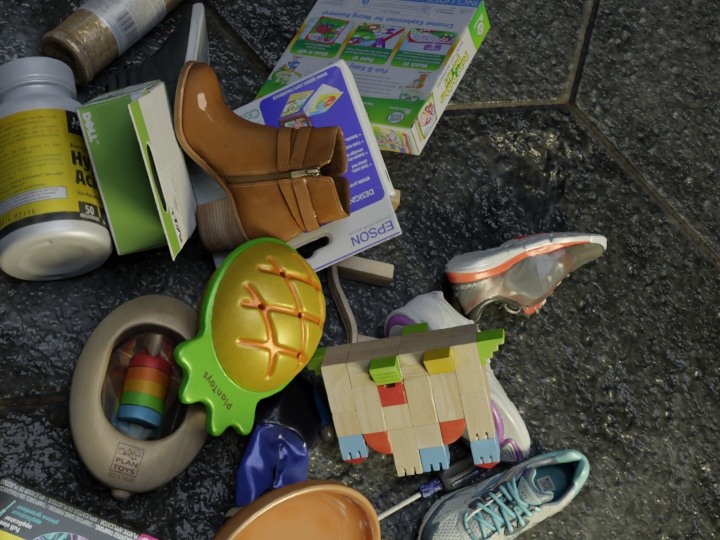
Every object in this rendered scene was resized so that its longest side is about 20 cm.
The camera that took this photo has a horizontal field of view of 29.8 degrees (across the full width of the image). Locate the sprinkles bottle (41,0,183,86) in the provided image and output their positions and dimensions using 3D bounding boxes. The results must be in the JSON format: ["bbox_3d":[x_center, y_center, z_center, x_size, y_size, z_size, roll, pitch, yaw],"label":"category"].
[{"bbox_3d":[-0.248,-0.278,1.439,0.068,0.068,0.200,41,60,2],"label":"sprinkles bottle"}]

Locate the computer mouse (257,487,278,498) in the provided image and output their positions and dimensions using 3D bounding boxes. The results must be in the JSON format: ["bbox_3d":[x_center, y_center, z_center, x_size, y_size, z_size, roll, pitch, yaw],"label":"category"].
[{"bbox_3d":[-0.138,0.283,1.210,0.200,0.110,0.044,-31,43,-20],"label":"computer mouse"}]

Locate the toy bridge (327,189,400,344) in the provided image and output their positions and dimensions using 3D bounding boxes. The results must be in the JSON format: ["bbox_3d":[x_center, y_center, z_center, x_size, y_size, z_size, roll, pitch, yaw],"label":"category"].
[{"bbox_3d":[0.000,0.000,1.418,0.067,0.027,0.200,13,63,-13],"label":"toy bridge"}]

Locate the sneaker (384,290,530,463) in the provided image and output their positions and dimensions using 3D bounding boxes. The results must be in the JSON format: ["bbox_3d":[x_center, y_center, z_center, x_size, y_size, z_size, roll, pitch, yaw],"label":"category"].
[{"bbox_3d":[0.115,0.104,1.383,0.200,0.075,0.100,53,43,0],"label":"sneaker"}]

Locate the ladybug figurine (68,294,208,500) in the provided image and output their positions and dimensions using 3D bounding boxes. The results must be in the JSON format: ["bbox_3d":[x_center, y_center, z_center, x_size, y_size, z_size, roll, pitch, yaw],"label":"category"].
[{"bbox_3d":[-0.204,0.121,1.265,0.135,0.072,0.200,19,61,-11],"label":"ladybug figurine"}]

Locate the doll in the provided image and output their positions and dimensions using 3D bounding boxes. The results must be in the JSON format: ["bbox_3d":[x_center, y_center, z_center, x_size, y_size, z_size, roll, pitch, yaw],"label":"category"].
[{"bbox_3d":[-0.082,0.150,1.303,0.136,0.048,0.200,28,55,-29],"label":"doll"}]

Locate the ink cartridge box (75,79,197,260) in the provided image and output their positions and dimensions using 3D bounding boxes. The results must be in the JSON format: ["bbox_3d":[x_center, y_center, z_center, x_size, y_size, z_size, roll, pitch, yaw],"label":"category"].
[{"bbox_3d":[-0.211,-0.090,1.257,0.076,0.200,0.148,-13,102,3],"label":"ink cartridge box"}]

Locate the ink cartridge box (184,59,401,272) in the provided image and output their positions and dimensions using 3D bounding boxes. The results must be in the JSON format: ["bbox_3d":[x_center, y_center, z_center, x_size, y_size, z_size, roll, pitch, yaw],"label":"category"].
[{"bbox_3d":[-0.070,-0.083,1.362,0.198,0.043,0.200,-23,71,14],"label":"ink cartridge box"}]

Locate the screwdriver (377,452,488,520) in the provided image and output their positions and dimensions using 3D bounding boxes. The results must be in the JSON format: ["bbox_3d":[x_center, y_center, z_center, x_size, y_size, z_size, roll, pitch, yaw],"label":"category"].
[{"bbox_3d":[0.045,0.225,1.324,0.200,0.029,0.028,-23,60,-24],"label":"screwdriver"}]

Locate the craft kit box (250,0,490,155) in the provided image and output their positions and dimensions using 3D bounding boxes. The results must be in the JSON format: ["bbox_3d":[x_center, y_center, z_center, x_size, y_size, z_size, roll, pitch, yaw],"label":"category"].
[{"bbox_3d":[0.011,-0.220,1.454,0.200,0.049,0.198,12,54,28],"label":"craft kit box"}]

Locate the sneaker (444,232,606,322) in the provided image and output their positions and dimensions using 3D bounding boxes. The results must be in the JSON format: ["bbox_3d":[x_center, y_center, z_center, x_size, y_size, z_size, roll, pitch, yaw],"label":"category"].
[{"bbox_3d":[0.181,0.008,1.467,0.200,0.077,0.082,-14,98,-23],"label":"sneaker"}]

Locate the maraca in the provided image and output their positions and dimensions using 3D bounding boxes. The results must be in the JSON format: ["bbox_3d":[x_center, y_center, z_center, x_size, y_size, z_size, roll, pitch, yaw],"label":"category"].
[{"bbox_3d":[-0.101,0.059,1.250,0.137,0.107,0.200,52,51,-28],"label":"maraca"}]

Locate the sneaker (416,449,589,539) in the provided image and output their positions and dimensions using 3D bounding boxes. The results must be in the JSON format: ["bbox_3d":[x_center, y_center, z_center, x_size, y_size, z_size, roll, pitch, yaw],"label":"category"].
[{"bbox_3d":[0.141,0.227,1.327,0.200,0.086,0.078,-28,77,-28],"label":"sneaker"}]

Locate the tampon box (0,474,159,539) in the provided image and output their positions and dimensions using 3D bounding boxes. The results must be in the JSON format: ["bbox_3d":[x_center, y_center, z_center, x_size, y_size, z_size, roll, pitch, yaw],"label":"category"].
[{"bbox_3d":[-0.278,0.301,1.123,0.150,0.126,0.200,24,61,-7],"label":"tampon box"}]

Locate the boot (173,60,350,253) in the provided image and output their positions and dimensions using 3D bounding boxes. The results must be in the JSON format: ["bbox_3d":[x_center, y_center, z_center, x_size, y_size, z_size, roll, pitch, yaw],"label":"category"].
[{"bbox_3d":[-0.094,-0.123,1.311,0.155,0.077,0.201,-14,78,22],"label":"boot"}]

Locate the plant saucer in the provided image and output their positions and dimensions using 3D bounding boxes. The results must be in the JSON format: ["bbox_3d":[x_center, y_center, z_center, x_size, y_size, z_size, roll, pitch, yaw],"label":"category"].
[{"bbox_3d":[-0.072,0.266,1.195,0.200,0.201,0.037,-24,40,-27],"label":"plant saucer"}]

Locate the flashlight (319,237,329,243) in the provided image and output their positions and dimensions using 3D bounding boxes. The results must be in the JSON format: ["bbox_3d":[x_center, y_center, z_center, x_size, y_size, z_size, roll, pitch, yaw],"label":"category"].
[{"bbox_3d":[-0.008,-0.118,1.452,0.068,0.068,0.200,53,54,-40],"label":"flashlight"}]

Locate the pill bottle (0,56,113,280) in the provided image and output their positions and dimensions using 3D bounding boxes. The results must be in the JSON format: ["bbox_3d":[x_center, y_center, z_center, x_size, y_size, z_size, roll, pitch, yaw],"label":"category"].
[{"bbox_3d":[-0.307,-0.101,1.311,0.111,0.111,0.200,-5,68,-21],"label":"pill bottle"}]

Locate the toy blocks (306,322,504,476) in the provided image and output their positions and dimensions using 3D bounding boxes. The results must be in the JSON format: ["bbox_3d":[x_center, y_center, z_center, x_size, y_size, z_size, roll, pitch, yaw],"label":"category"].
[{"bbox_3d":[0.051,0.134,1.311,0.199,0.100,0.137,-9,108,9],"label":"toy blocks"}]

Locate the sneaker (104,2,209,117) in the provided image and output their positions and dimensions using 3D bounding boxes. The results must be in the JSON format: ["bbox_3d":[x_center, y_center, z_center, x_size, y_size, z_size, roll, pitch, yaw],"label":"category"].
[{"bbox_3d":[-0.214,-0.214,1.421,0.099,0.071,0.200,0,48,5],"label":"sneaker"}]
